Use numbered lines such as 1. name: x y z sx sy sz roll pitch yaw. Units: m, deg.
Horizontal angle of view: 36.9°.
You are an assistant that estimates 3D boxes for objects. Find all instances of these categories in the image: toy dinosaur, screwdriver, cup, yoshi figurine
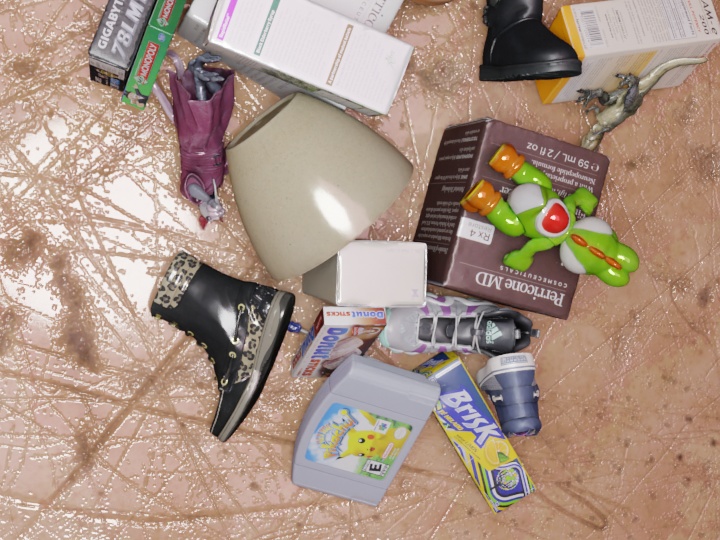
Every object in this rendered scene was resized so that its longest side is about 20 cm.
1. toy dinosaur: 0.326 -0.215 1.341 0.088 0.200 0.048 12 49 -43
2. screwdriver: -0.058 0.076 1.322 0.199 0.028 0.029 19 117 -11
3. cup: -0.063 -0.108 1.175 0.200 0.200 0.143 -41 106 -9
4. yoshi figurine: 0.214 -0.050 1.196 0.200 0.113 0.112 35 44 0

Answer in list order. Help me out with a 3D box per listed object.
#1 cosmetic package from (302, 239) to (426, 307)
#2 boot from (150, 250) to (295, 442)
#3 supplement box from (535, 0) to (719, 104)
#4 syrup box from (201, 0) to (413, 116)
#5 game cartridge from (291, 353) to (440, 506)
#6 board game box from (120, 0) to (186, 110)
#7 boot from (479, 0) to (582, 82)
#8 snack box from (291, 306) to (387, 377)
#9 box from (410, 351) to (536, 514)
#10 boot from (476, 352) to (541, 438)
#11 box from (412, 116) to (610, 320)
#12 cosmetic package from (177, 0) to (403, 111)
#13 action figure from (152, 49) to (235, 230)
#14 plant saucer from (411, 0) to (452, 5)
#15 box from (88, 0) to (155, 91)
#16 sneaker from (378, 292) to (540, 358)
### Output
1. cosmetic package: 0.000 0.000 1.245 0.103 0.200 0.073 2 91 -15
2. boot: -0.178 0.088 1.278 0.153 0.073 0.204 25 108 4
3. supplement box: 0.328 -0.278 1.344 0.199 0.126 0.074 -9 73 -14
4. syrup box: -0.057 -0.232 1.112 0.199 0.079 0.082 21 91 -14
5. game cartridge: -0.004 0.195 1.292 0.133 0.041 0.200 19 120 -11
6. board game box: -0.205 -0.290 1.170 0.029 0.135 0.201 21 56 -14
7. boot: 0.195 -0.310 1.277 0.076 0.200 0.169 -3 100 -17
8. snack box: -0.028 0.085 1.249 0.072 0.200 0.024 2 68 -14
9. box: 0.140 0.200 1.356 0.064 0.070 0.200 -32 100 -2
10. boot: 0.180 0.159 1.297 0.072 0.200 0.091 -8 77 6
11. box: 0.173 -0.062 1.304 0.165 0.164 0.201 15 90 -15
12. cosmetic package: -0.080 -0.296 1.227 0.200 0.165 0.165 29 88 -14
13. action figure: -0.189 -0.139 1.243 0.148 0.134 0.201 16 120 20
14. plant saucer: 0.061 -0.411 1.287 0.200 0.032 0.201 13 69 -37
15. box: -0.242 -0.303 1.170 0.050 0.198 0.201 20 89 -16
16. sneaker: 0.130 0.069 1.282 0.199 0.140 0.078 -4 99 -38
